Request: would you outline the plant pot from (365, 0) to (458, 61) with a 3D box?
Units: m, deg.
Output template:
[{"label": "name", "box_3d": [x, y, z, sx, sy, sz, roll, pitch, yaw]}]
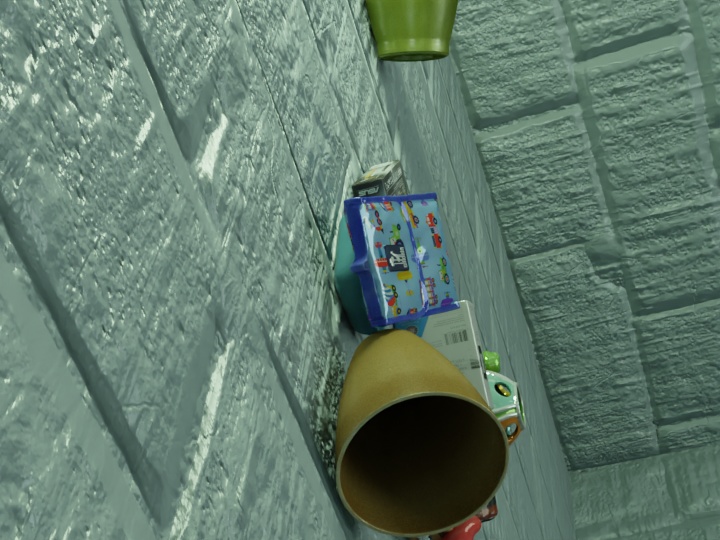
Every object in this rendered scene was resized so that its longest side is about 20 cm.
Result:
[{"label": "plant pot", "box_3d": [0.091, -0.475, 2.144, 0.200, 0.198, 0.195, -15, 104, -78]}]

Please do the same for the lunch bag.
[{"label": "lunch bag", "box_3d": [0.032, -0.012, 1.455, 0.200, 0.093, 0.152, -7, 85, -65]}]

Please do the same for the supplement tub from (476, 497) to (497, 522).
[{"label": "supplement tub", "box_3d": [0.121, 0.251, 1.665, 0.107, 0.106, 0.202, 24, 55, -75]}]

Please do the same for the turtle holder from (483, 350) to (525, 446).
[{"label": "turtle holder", "box_3d": [0.205, 0.230, 2.010, 0.186, 0.130, 0.142, -60, 135, -72]}]

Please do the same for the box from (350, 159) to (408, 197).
[{"label": "box", "box_3d": [0.043, -0.070, 1.776, 0.200, 0.048, 0.160, -55, 132, -74]}]

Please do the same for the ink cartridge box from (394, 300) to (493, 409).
[{"label": "ink cartridge box", "box_3d": [0.126, 0.155, 1.766, 0.067, 0.115, 0.202, 26, 52, -76]}]

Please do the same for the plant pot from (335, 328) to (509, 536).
[{"label": "plant pot", "box_3d": [0.051, 0.156, 1.334, 0.201, 0.185, 0.188, -107, 177, -60]}]

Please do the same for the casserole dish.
[{"label": "casserole dish", "box_3d": [0.000, 0.000, 1.534, 0.201, 0.038, 0.122, -87, 160, -54]}]

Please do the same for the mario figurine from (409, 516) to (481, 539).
[{"label": "mario figurine", "box_3d": [0.074, 0.290, 1.548, 0.123, 0.106, 0.202, -7, 71, -42]}]
